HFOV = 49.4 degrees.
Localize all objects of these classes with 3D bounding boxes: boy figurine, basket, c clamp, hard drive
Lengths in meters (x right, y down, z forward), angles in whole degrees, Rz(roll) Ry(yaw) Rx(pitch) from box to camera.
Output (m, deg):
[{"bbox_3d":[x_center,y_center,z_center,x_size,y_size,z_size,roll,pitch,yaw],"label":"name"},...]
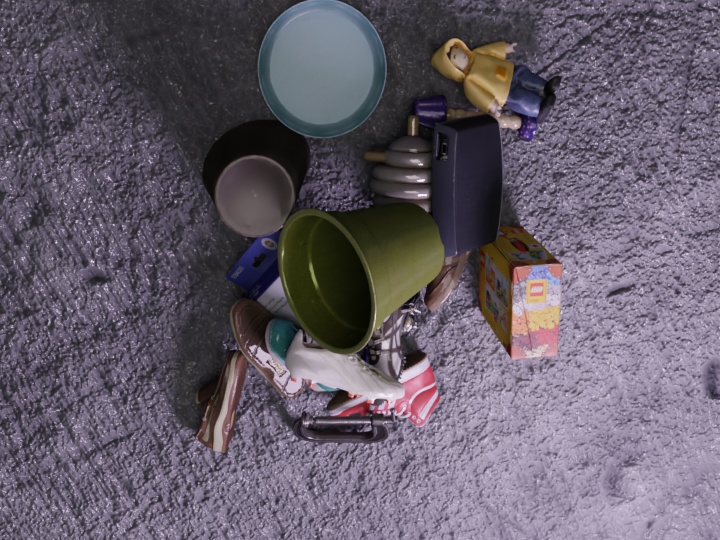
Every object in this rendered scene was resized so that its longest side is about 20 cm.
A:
[{"bbox_3d":[0.205,-0.301,1.196,0.196,0.064,0.127,24,75,-3],"label":"boy figurine"},{"bbox_3d":[-0.152,-0.133,1.146,0.177,0.200,0.138,-21,111,0],"label":"basket"},{"bbox_3d":[-0.027,0.261,1.334,0.195,0.028,0.172,-4,150,9],"label":"c clamp"},{"bbox_3d":[0.165,-0.127,1.185,0.133,0.042,0.205,-17,114,-38],"label":"hard drive"}]

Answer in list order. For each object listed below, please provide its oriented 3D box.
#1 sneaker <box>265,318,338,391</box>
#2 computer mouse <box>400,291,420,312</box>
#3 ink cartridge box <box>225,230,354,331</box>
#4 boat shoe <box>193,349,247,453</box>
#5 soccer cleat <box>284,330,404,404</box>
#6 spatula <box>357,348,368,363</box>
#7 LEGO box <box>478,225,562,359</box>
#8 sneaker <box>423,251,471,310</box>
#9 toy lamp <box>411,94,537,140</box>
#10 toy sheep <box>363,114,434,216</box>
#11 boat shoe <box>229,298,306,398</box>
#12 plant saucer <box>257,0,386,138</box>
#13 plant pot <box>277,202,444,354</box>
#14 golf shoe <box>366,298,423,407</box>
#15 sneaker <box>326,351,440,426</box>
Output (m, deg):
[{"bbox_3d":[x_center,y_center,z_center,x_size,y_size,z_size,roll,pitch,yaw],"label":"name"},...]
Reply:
[{"bbox_3d":[-0.076,0.135,1.267,0.078,0.073,0.200,-7,146,30],"label":"sneaker"},{"bbox_3d":[0.000,0.000,1.269,0.195,0.141,0.053,6,147,-4],"label":"computer mouse"},{"bbox_3d":[-0.102,0.034,1.233,0.197,0.044,0.196,28,144,-16],"label":"ink cartridge box"},{"bbox_3d":[-0.243,0.217,1.313,0.073,0.075,0.206,17,115,3],"label":"boat shoe"},{"bbox_3d":[-0.019,0.151,1.205,0.196,0.069,0.079,16,92,-10],"label":"soccer cleat"},{"bbox_3d":[-0.020,0.127,1.266,0.020,0.058,0.201,-4,146,24],"label":"spatula"},{"bbox_3d":[0.250,0.029,1.253,0.075,0.201,0.152,-4,110,-5],"label":"LEGO box"},{"bbox_3d":[0.142,-0.036,1.295,0.074,0.070,0.203,27,96,-4],"label":"sneaker"},{"bbox_3d":[0.178,-0.242,1.229,0.195,0.058,0.060,3,109,-11],"label":"toy lamp"},{"bbox_3d":[0.072,-0.137,1.214,0.134,0.138,0.205,-1,108,-7],"label":"toy sheep"},{"bbox_3d":[-0.165,0.126,1.295,0.071,0.076,0.203,-36,119,-18],"label":"boat shoe"},{"bbox_3d":[-0.058,-0.306,1.192,0.195,0.027,0.205,-2,110,-7],"label":"plant saucer"},{"bbox_3d":[0.015,-0.014,1.100,0.188,0.198,0.205,-24,116,-39],"label":"plant pot"},{"bbox_3d":[0.031,0.119,1.289,0.093,0.077,0.204,25,71,-25],"label":"golf shoe"},{"bbox_3d":[0.046,0.234,1.364,0.197,0.071,0.114,-25,107,-1],"label":"sneaker"}]
